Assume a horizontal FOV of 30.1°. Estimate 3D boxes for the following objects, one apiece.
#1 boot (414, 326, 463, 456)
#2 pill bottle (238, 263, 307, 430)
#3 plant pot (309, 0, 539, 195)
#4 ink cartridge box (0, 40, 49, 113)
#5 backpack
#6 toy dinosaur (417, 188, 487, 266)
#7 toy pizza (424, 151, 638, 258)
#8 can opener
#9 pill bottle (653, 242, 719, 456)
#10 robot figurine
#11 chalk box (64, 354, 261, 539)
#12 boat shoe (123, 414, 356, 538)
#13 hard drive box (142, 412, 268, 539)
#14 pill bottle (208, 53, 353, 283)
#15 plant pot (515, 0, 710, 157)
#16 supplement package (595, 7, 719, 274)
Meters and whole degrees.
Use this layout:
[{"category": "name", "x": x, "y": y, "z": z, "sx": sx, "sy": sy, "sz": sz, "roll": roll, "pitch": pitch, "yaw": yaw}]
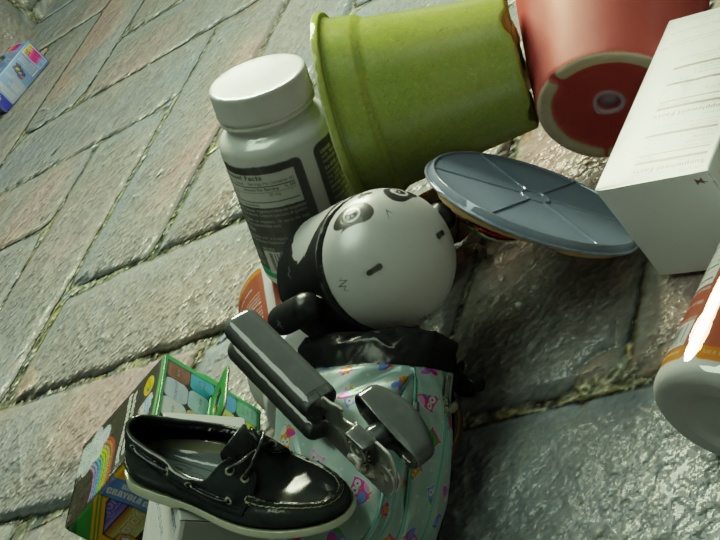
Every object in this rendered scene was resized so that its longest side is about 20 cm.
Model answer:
[{"category": "boot", "x": 0.039, "y": 0.103, "z": 1.206, "sx": 0.073, "sy": 0.076, "sz": 0.201, "roll": -33, "pitch": 31, "yaw": 12}, {"category": "pill bottle", "x": -0.059, "y": 0.077, "z": 1.318, "sx": 0.112, "sy": 0.112, "sz": 0.200, "roll": -38, "pitch": 28, "yaw": 13}, {"category": "plant pot", "x": 0.069, "y": -0.176, "z": 1.287, "sx": 0.183, "sy": 0.201, "sz": 0.201, "roll": -15, "pitch": 34, "yaw": 11}, {"category": "ink cartridge box", "x": -0.846, "y": -0.444, "z": 3.180, "sx": 0.136, "sy": 0.076, "sz": 0.201, "roll": 4, "pitch": 56, "yaw": 56}, {"category": "backpack", "x": 0.001, "y": 0.152, "z": 1.090, "sx": 0.166, "sy": 0.126, "sz": 0.202, "roll": -9, "pitch": 68, "yaw": 40}, {"category": "toy dinosaur", "x": 0.062, "y": -0.033, "z": 1.358, "sx": 0.135, "sy": 0.086, "sz": 0.201, "roll": -26, "pitch": 26, "yaw": 45}, {"category": "toy pizza", "x": 0.149, "y": -0.052, "z": 1.175, "sx": 0.200, "sy": 0.198, "sz": 0.032, "roll": -115, "pitch": 39, "yaw": -61}, {"category": "can opener", "x": -0.024, "y": 0.094, "z": 1.031, "sx": 0.067, "sy": 0.054, "sz": 0.200, "roll": -31, "pitch": 52, "yaw": -24}, {"category": "pill bottle", "x": 0.290, "y": 0.025, "z": 0.924, "sx": 0.112, "sy": 0.112, "sz": 0.201, "roll": -3, "pitch": 48, "yaw": 52}, {"category": "robot figurine", "x": 0.000, "y": -0.002, "z": 1.159, "sx": 0.200, "sy": 0.124, "sz": 0.152, "roll": -21, "pitch": 51, "yaw": 65}, {"category": "chalk box", "x": -0.176, "y": 0.179, "z": 1.302, "sx": 0.200, "sy": 0.124, "sz": 0.125, "roll": -45, "pitch": 24, "yaw": 26}, {"category": "boat shoe", "x": -0.098, "y": 0.146, "z": 1.016, "sx": 0.198, "sy": 0.067, "sz": 0.075, "roll": 11, "pitch": 37, "yaw": 29}, {"category": "hard drive box", "x": -0.138, "y": 0.248, "z": 1.135, "sx": 0.156, "sy": 0.076, "sz": 0.202, "roll": -117, "pitch": 36, "yaw": -61}, {"category": "pill bottle", "x": -0.068, "y": -0.095, "z": 1.276, "sx": 0.112, "sy": 0.201, "sz": 0.113, "roll": -13, "pitch": 30, "yaw": 8}, {"category": "plant pot", "x": 0.237, "y": -0.218, "z": 1.264, "sx": 0.199, "sy": 0.200, "sz": 0.179, "roll": -23, "pitch": 44, "yaw": 36}, {"category": "supplement package", "x": 0.294, "y": -0.111, "z": 1.103, "sx": 0.109, "sy": 0.114, "sz": 0.201, "roll": -8, "pitch": 44, "yaw": 47}]
